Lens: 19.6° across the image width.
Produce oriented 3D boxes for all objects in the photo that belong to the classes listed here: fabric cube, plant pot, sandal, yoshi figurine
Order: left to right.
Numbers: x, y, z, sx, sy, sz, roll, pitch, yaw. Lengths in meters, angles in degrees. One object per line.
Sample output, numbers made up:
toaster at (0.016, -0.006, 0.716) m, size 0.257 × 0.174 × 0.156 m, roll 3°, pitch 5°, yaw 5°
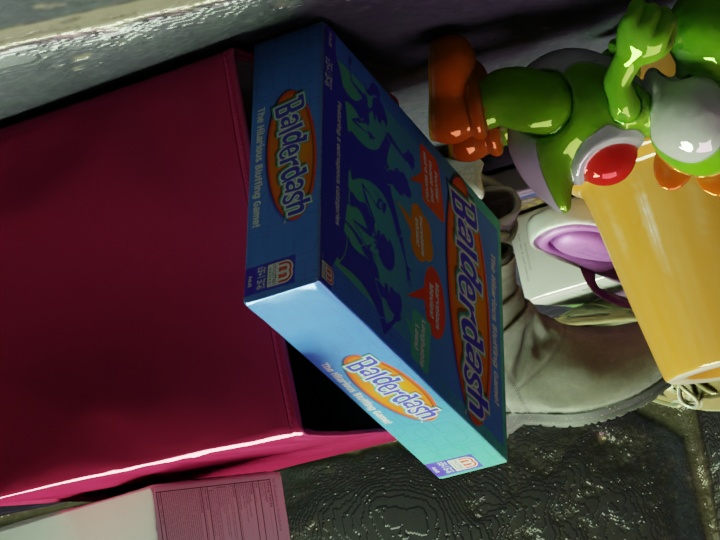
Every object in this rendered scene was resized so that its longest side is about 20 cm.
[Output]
fabric cube at (-0.087, 0.013, 1.127) m, size 0.198 × 0.198 × 0.200 m, roll -16°, pitch 170°, yaw 25°
yoshi figurine at (0.138, -0.107, 1.092) m, size 0.199 × 0.113 × 0.112 m, roll 1°, pitch 132°, yaw 11°
sandal at (0.190, 0.003, 1.397) m, size 0.202 × 0.050 × 0.082 m, roll 16°, pitch 152°, yaw -32°
plant pot at (0.227, -0.033, 1.264) m, size 0.199 × 0.185 × 0.200 m, roll -11°, pitch 170°, yaw -2°

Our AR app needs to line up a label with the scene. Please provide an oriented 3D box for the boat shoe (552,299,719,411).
boat shoe at (0.203, 0.059, 1.455) m, size 0.063 × 0.074 × 0.200 m, roll -9°, pitch -165°, yaw -32°

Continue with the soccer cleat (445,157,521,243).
soccer cleat at (0.077, -0.020, 1.420) m, size 0.086 × 0.070 × 0.200 m, roll -13°, pitch 158°, yaw 16°

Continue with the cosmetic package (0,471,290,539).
cosmetic package at (-0.126, 0.149, 1.143) m, size 0.082 × 0.051 × 0.200 m, roll 0°, pitch 167°, yaw -36°

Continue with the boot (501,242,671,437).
boot at (0.112, 0.038, 1.369) m, size 0.199 × 0.131 × 0.068 m, roll -17°, pitch -152°, yaw 9°

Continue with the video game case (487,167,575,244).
video game case at (0.152, -0.057, 1.525) m, size 0.199 × 0.022 × 0.182 m, roll -15°, pitch 170°, yaw 22°

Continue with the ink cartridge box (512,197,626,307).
ink cartridge box at (0.222, -0.030, 1.498) m, size 0.199 × 0.068 × 0.117 m, roll -18°, pitch 168°, yaw 31°

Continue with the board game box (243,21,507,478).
board game box at (0.012, -0.006, 1.055) m, size 0.045 × 0.153 × 0.200 m, roll -16°, pitch 144°, yaw 24°
